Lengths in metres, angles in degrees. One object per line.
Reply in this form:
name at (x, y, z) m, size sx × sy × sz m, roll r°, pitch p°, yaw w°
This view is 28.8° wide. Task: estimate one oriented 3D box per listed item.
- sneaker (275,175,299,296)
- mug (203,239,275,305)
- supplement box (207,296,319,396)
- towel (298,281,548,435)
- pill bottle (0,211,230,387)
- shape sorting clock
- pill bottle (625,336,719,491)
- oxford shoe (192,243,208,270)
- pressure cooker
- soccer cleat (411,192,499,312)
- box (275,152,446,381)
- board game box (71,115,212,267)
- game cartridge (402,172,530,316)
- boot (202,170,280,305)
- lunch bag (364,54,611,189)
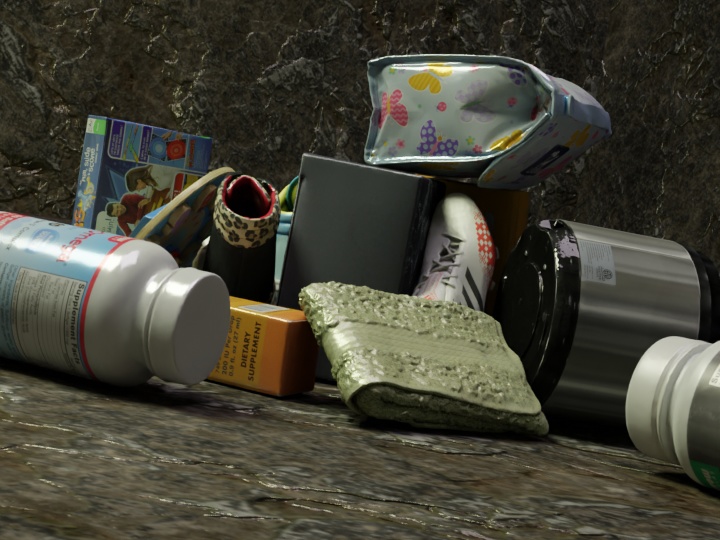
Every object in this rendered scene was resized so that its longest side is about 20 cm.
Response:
sneaker at (-0.022, -0.046, 1.499) m, size 0.079 × 0.132 × 0.199 m, roll 7°, pitch 16°, yaw 34°
mug at (-0.142, 0.004, 1.734) m, size 0.152 × 0.187 × 0.150 m, roll -2°, pitch 41°, yaw -30°
supplement box at (-0.134, 0.052, 1.168) m, size 0.199 × 0.067 × 0.069 m, roll 11°, pitch 6°, yaw 26°
towel at (0.053, 0.069, 1.129) m, size 0.199 × 0.037 × 0.149 m, roll 11°, pitch 33°, yaw -32°
pill bottle at (-0.202, 0.024, 1.040) m, size 0.198 × 0.110 × 0.109 m, roll 11°, pitch 3°, yaw 22°
shape sorting clock at (-0.183, -0.018, 1.316) m, size 0.039 × 0.200 × 0.200 m, roll 45°, pitch 6°, yaw 4°
pill bottle at (0.297, 0.112, 1.004) m, size 0.113 × 0.114 × 0.199 m, roll 7°, pitch 3°, yaw -41°
oxford shoe at (-0.165, 0.014, 1.508) m, size 0.074 × 0.071 × 0.200 m, roll -33°, pitch -2°, yaw -26°
pressure cooker at (0.231, 0.054, 1.238) m, size 0.198 × 0.178 × 0.179 m, roll 9°, pitch 0°, yaw -13°
soccer cleat at (0.078, 0.018, 1.266) m, size 0.068 × 0.202 × 0.085 m, roll -11°, pitch -22°, yaw 36°
box at (0.000, 0.000, 1.332) m, size 0.116 × 0.198 × 0.200 m, roll 11°, pitch 3°, yaw 10°
board game box at (-0.225, -0.046, 1.409) m, size 0.135 × 0.202 × 0.034 m, roll 8°, pitch 3°, yaw -45°
game cartridge at (0.087, 0.007, 1.444) m, size 0.175 × 0.202 × 0.032 m, roll 12°, pitch 7°, yaw 41°
boot at (-0.107, -0.027, 1.306) m, size 0.073 × 0.155 × 0.204 m, roll 9°, pitch 30°, yaw -5°
lunch bag at (0.125, -0.142, 1.346) m, size 0.198 × 0.128 × 0.169 m, roll 1°, pitch 1°, yaw 25°
